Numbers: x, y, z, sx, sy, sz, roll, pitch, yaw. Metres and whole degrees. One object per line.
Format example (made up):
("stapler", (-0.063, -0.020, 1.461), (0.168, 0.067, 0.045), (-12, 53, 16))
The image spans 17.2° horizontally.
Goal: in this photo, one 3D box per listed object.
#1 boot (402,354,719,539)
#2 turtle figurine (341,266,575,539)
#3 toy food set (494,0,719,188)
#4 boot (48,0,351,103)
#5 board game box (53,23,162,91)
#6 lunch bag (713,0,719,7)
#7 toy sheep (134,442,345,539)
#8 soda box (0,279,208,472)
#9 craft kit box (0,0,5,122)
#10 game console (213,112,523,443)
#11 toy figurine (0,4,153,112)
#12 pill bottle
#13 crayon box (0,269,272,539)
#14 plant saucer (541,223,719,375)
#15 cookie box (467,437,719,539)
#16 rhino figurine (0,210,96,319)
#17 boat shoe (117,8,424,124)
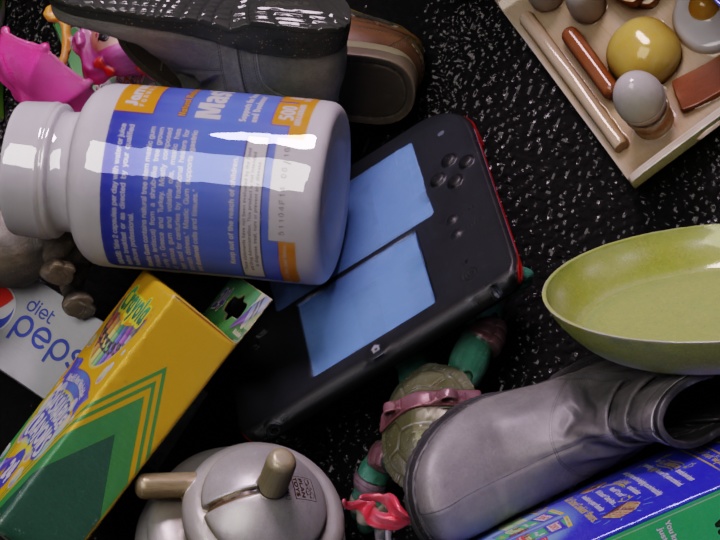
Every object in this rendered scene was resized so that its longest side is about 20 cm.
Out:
("boot", (0.126, 0.088, 1.310), (0.199, 0.070, 0.131), (-31, 13, -34))
("turtle figurine", (0.055, 0.096, 1.404), (0.149, 0.101, 0.201), (-7, 60, 16))
("toy food set", (0.174, -0.164, 1.468), (0.143, 0.060, 0.201), (-37, 61, 7))
("boot", (-0.101, -0.115, 1.480), (0.198, 0.131, 0.068), (10, 36, 7))
("board game box", (-0.117, -0.117, 1.593), (0.134, 0.029, 0.201), (-29, 62, 11))
("lunch bag", (0.282, -0.194, 1.405), (0.150, 0.094, 0.201), (-29, 71, -20))
("toy sheep", (-0.072, 0.164, 1.390), (0.137, 0.200, 0.139), (9, 57, -13))
("soda box", (-0.198, 0.050, 1.542), (0.199, 0.068, 0.064), (30, 84, 30))
("craft kit box", (-0.306, -0.224, 1.618), (0.048, 0.200, 0.199), (-13, 65, 18))
("game console", (0.000, 0.000, 1.453), (0.199, 0.031, 0.177), (-32, 34, 14))
("toy figurine", (-0.175, -0.184, 1.578), (0.198, 0.150, 0.186), (-4, 81, -4))
("pill bottle", (-0.111, -0.054, 1.432), (0.198, 0.112, 0.113), (6, 72, 9))
("crayon box", (-0.142, 0.074, 1.401), (0.051, 0.126, 0.200), (39, 87, -14))
("plant saucer", (0.202, 0.018, 1.338), (0.199, 0.200, 0.031), (1, 110, 23))
("cookie box", (0.148, 0.154, 1.268), (0.199, 0.171, 0.076), (-24, 92, -3))
("rhino figurine", (-0.191, -0.016, 1.506), (0.198, 0.060, 0.088), (-8, 47, -9))
("boat shoe", (-0.057, -0.144, 1.532), (0.199, 0.072, 0.068), (16, 37, -1))
